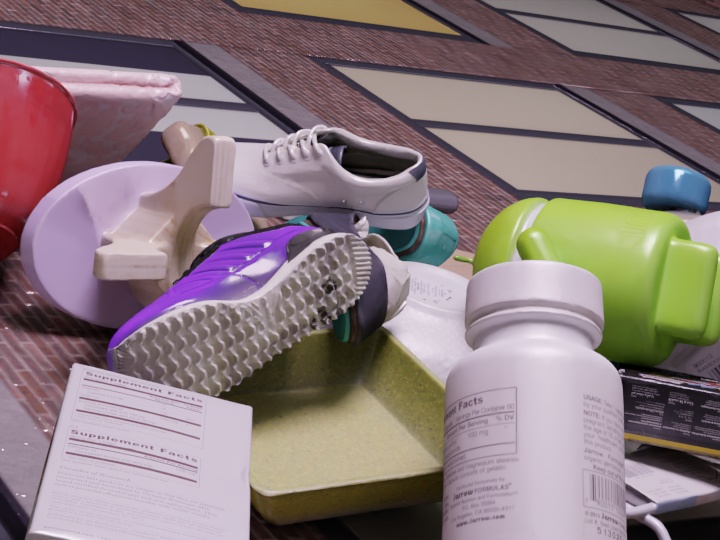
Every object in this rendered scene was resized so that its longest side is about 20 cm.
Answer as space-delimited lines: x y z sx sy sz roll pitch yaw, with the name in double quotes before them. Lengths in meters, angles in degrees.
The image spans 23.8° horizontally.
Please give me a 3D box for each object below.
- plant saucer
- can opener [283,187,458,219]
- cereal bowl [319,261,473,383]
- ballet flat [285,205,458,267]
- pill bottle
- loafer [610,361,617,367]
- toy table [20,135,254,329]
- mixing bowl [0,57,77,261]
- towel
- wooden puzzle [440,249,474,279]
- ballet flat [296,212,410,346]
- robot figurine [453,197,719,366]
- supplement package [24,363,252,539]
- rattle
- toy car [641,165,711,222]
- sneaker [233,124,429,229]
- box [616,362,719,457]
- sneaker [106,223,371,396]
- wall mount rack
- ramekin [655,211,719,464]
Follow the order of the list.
"plant saucer" -0.026 0.109 1.169 0.199 0.048 0.200 -4 27 -30
"can opener" 0.004 -0.070 1.692 0.199 0.053 0.066 6 21 -28
"cereal bowl" 0.050 0.050 1.362 0.199 0.084 0.200 15 21 -6
"ballet flat" 0.008 -0.018 1.481 0.070 0.068 0.199 21 -18 -39
"pill bottle" 0.109 0.102 1.072 0.114 0.201 0.114 2 -23 1
"loafer" 0.155 0.102 1.322 0.063 0.072 0.200 24 23 6
"toy table" -0.136 -0.013 1.267 0.199 0.185 0.117 -15 19 -37
"mixing bowl" -0.308 -0.066 1.281 0.199 0.200 0.109 5 65 -31
"towel" -0.270 -0.107 1.406 0.190 0.200 0.032 -2 68 -37
"wooden puzzle" 0.120 0.028 1.559 0.199 0.037 0.185 20 19 -6
"ballet flat" 0.000 0.000 1.285 0.073 0.073 0.200 11 16 -17
"robot figurine" 0.173 0.007 1.288 0.199 0.116 0.175 9 -4 26
"supplement package" -0.123 0.149 0.909 0.109 0.114 0.200 15 18 -8
"rattle" -0.136 -0.016 1.455 0.201 0.142 0.130 59 -8 6
"toy car" 0.317 0.031 1.578 0.176 0.185 0.200 13 -15 12
"sneaker" -0.041 -0.086 1.374 0.199 0.071 0.073 6 44 -1
"box" 0.280 0.110 1.237 0.199 0.050 0.160 10 3 8
"sneaker" -0.096 0.022 1.168 0.199 0.070 0.099 -26 32 -29
"wall mount rack" 0.219 0.182 1.169 0.199 0.075 0.173 -4 25 -45
"ramekin" 0.310 0.061 1.387 0.199 0.201 0.098 19 27 6
